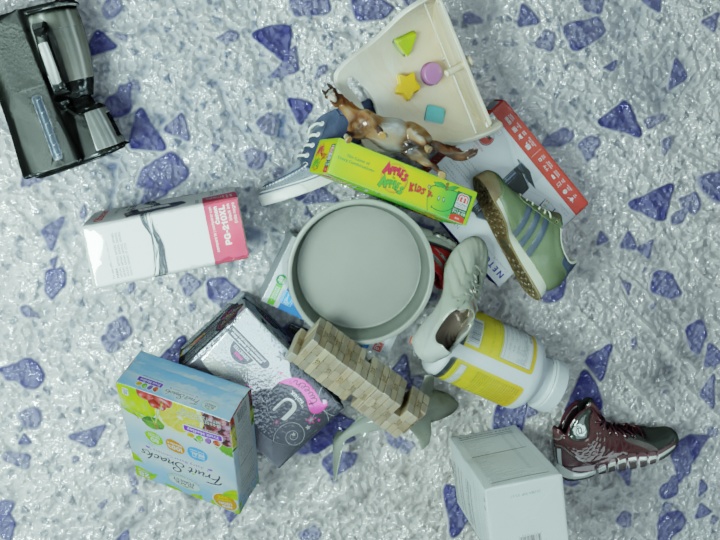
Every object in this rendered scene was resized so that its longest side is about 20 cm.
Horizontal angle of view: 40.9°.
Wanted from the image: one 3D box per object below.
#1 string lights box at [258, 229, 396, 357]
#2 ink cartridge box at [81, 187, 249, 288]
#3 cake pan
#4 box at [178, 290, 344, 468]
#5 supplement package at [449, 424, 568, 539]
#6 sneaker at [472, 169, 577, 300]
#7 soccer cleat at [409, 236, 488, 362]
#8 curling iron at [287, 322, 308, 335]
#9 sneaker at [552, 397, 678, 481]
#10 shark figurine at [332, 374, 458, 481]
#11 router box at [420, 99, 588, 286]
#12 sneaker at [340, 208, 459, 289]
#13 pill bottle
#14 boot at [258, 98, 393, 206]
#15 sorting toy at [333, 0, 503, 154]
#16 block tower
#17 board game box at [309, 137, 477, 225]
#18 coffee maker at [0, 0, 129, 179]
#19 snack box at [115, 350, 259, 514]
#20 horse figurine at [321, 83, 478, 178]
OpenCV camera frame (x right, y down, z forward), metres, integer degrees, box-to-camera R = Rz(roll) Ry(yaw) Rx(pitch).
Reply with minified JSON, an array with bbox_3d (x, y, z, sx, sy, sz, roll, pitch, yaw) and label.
[{"bbox_3d":[-0.032,0.033,1.369,0.199,0.059,0.103,25,96,-13],"label":"string lights box"},{"bbox_3d":[-0.254,-0.047,1.270,0.199,0.145,0.085,-12,101,-8],"label":"ink cartridge box"},{"bbox_3d":[0.000,0.000,1.308,0.199,0.037,0.202,-1,104,-4],"label":"cake pan"},{"bbox_3d":[-0.138,0.150,1.345,0.132,0.115,0.200,-42,105,1],"label":"box"},{"bbox_3d":[0.210,0.315,1.394,0.113,0.200,0.110,-9,102,-7],"label":"supplement package"},{"bbox_3d":[0.235,-0.065,1.347,0.090,0.067,0.201,-32,105,-10],"label":"sneaker"},{"bbox_3d":[0.136,0.039,1.310,0.069,0.077,0.201,39,65,-24],"label":"soccer cleat"},{"bbox_3d":[-0.024,0.138,1.408,0.200,0.026,0.050,38,90,-14],"label":"curling iron"},{"bbox_3d":[0.386,0.242,1.477,0.199,0.076,0.116,-15,100,-6],"label":"sneaker"},{"bbox_3d":[0.054,0.226,1.380,0.213,0.128,0.090,-19,62,-10],"label":"shark figurine"},{"bbox_3d":[0.196,-0.110,1.385,0.179,0.049,0.200,-43,105,0],"label":"router box"},{"bbox_3d":[0.049,-0.027,1.351,0.199,0.077,0.085,19,76,-12],"label":"sneaker"},{"bbox_3d":[0.197,0.132,1.401,0.199,0.112,0.113,25,96,-14],"label":"pill bottle"},{"bbox_3d":[-0.059,-0.162,1.327,0.199,0.073,0.091,-24,97,-13],"label":"boot"},{"bbox_3d":[0.064,-0.247,1.296,0.179,0.107,0.201,-27,104,-10],"label":"sorting toy"},{"bbox_3d":[-0.002,0.145,1.299,0.200,0.054,0.058,36,124,-10],"label":"block tower"},{"bbox_3d":[0.042,-0.116,1.269,0.199,0.102,0.048,20,91,-18],"label":"board game box"},{"bbox_3d":[-0.416,-0.222,1.230,0.191,0.135,0.201,-12,103,17],"label":"coffee maker"},{"bbox_3d":[-0.226,0.219,1.289,0.168,0.068,0.201,16,135,16],"label":"snack box"},{"bbox_3d":[0.045,-0.171,1.231,0.199,0.133,0.050,16,110,-15],"label":"horse figurine"}]
